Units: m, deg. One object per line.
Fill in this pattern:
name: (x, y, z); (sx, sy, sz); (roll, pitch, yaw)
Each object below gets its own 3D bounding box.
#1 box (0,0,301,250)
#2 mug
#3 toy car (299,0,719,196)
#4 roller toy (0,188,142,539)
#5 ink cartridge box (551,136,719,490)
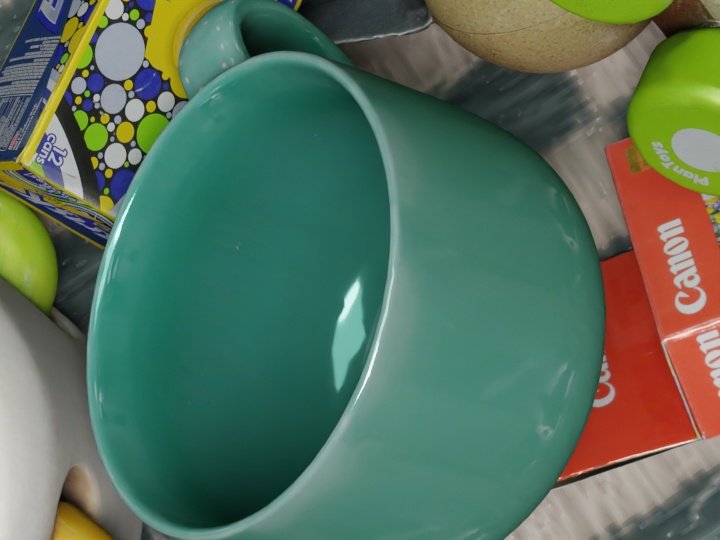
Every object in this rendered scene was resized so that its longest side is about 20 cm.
box: (-0.060, -0.109, 0.964); (0.070, 0.064, 0.200); (31, 78, -27)
mug: (0.006, 0.005, 0.878); (0.152, 0.114, 0.185); (-2, 74, 50)
toy car: (0.061, -0.125, 0.932); (0.200, 0.158, 0.164); (-1, 50, 38)
roller toy: (-0.175, 0.077, 0.943); (0.182, 0.140, 0.200); (-23, 76, 8)
ink cartridge box: (0.126, -0.006, 0.909); (0.200, 0.050, 0.109); (-20, 37, 8)
